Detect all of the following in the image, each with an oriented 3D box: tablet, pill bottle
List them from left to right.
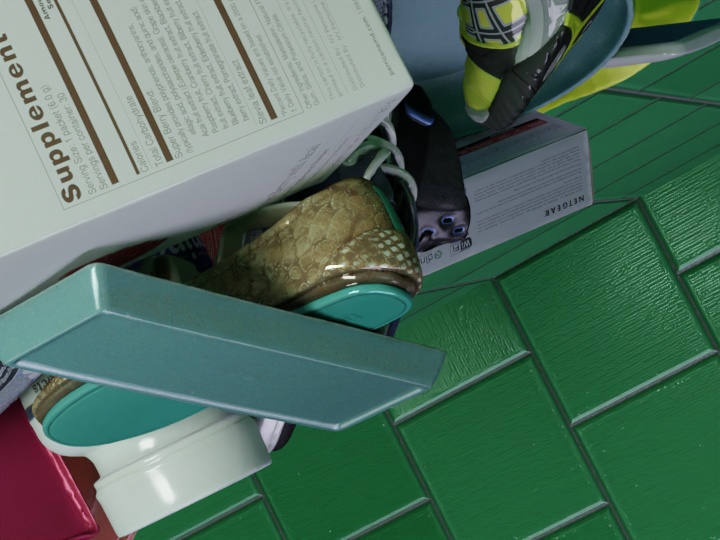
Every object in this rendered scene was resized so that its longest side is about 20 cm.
[{"bbox_3d":[-0.121,0.019,0.950,0.111,0.200,0.111,-26,177,-2],"label":"pill bottle"},{"bbox_3d":[0.111,-0.127,1.172,0.199,0.014,0.130,-3,-168,26],"label":"tablet"}]

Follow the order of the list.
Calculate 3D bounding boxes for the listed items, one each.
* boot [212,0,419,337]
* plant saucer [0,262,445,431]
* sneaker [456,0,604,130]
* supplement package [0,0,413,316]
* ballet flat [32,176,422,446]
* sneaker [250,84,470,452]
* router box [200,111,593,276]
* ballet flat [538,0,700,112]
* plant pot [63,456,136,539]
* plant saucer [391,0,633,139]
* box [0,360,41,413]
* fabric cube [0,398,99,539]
[{"bbox_3d":[-0.003,-0.052,0.897,0.073,0.201,0.090,13,178,-43],"label":"boot"},{"bbox_3d":[-0.052,0.035,0.789,0.070,0.019,0.200,-27,153,35],"label":"plant saucer"},{"bbox_3d":[0.073,-0.142,0.913,0.075,0.076,0.200,-53,169,-32],"label":"sneaker"},{"bbox_3d":[-0.106,-0.065,0.736,0.200,0.120,0.121,-24,174,-22],"label":"supplement package"},{"bbox_3d":[-0.060,0.016,0.847,0.200,0.065,0.070,-23,151,27],"label":"ballet flat"},{"bbox_3d":[0.000,0.000,1.006,0.112,0.201,0.073,8,-174,-28],"label":"sneaker"},{"bbox_3d":[0.003,-0.051,1.156,0.200,0.049,0.179,-23,-152,-28],"label":"router box"},{"bbox_3d":[0.130,-0.145,1.317,0.200,0.067,0.067,-29,152,27],"label":"ballet flat"},{"bbox_3d":[-0.270,0.123,1.283,0.200,0.201,0.195,-30,165,23],"label":"plant pot"},{"bbox_3d":[0.042,-0.124,1.040,0.199,0.036,0.200,-13,159,-5],"label":"plant saucer"},{"bbox_3d":[-0.212,0.013,0.859,0.115,0.132,0.200,-23,172,-35],"label":"box"},{"bbox_3d":[-0.294,0.113,1.032,0.200,0.197,0.199,-19,168,-45],"label":"fabric cube"}]
